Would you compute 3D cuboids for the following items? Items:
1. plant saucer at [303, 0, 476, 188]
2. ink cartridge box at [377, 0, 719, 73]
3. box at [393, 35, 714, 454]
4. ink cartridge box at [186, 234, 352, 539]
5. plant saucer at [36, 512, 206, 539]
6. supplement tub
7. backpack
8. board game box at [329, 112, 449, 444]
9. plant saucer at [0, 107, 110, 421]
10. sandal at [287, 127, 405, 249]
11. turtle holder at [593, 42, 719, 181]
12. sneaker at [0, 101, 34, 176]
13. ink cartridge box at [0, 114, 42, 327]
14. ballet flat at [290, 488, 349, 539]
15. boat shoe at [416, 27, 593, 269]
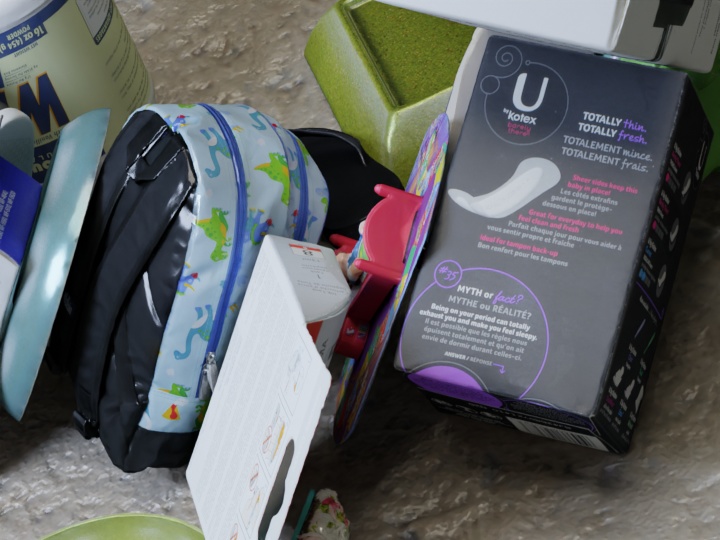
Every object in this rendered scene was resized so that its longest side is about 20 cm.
[{"bbox_3d":[0.070,-0.151,1.866,0.199,0.048,0.200,-25,41,-1],"label":"plant saucer"},{"bbox_3d":[0.109,-0.166,1.550,0.146,0.200,0.083,14,95,21],"label":"ink cartridge box"},{"bbox_3d":[0.110,-0.013,1.582,0.122,0.106,0.200,13,79,18],"label":"box"},{"bbox_3d":[-0.039,0.089,1.548,0.050,0.163,0.200,12,19,-19],"label":"ink cartridge box"},{"bbox_3d":[-0.153,0.222,1.580,0.200,0.031,0.200,-16,41,14],"label":"plant saucer"},{"bbox_3d":[-0.220,-0.135,1.868,0.145,0.200,0.145,-13,41,12],"label":"supplement tub"},{"bbox_3d":[-0.104,-0.007,1.683,0.153,0.200,0.163,-8,35,-19],"label":"backpack"},{"bbox_3d":[0.000,0.000,1.629,0.039,0.200,0.158,18,21,-6],"label":"board game box"},{"bbox_3d":[-0.193,-0.007,1.735,0.027,0.200,0.200,16,44,-8],"label":"plant saucer"},{"bbox_3d":[-0.025,-0.064,1.789,0.076,0.043,0.200,-37,24,-14],"label":"sandal"},{"bbox_3d":[0.197,-0.111,1.716,0.132,0.141,0.186,-2,82,44],"label":"turtle holder"},{"bbox_3d":[-0.265,-0.054,1.801,0.099,0.200,0.071,40,51,20],"label":"sneaker"},{"bbox_3d":[-0.230,0.016,1.708,0.039,0.200,0.100,15,31,-6],"label":"ink cartridge box"},{"bbox_3d":[-0.035,0.211,1.527,0.064,0.076,0.200,22,57,3],"label":"ballet flat"},{"bbox_3d":[0.078,-0.084,1.710,0.075,0.093,0.200,27,82,-2],"label":"boat shoe"}]
